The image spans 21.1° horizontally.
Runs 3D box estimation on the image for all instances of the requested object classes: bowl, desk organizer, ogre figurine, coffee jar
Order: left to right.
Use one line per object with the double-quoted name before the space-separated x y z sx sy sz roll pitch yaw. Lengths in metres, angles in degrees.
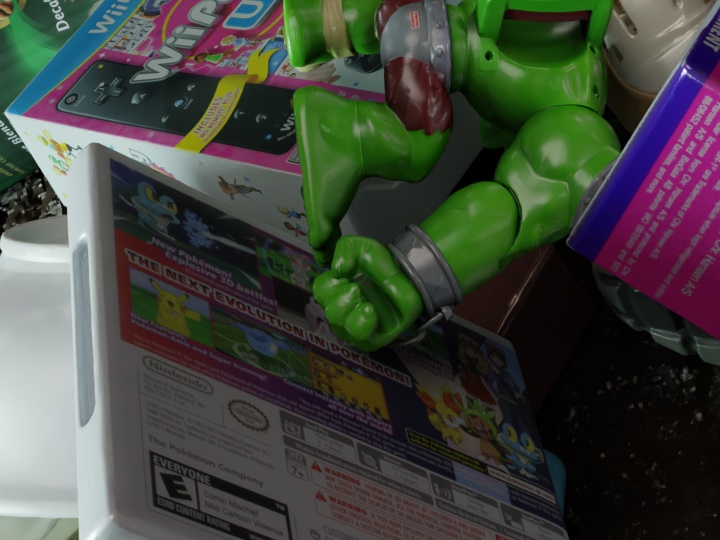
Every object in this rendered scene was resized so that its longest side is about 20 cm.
"coffee jar" -0.182 -0.098 0.997 0.199 0.085 0.105 -33 57 11
"bowl" -0.091 0.026 0.766 0.200 0.201 0.091 2 102 28
"desk organizer" 0.000 0.000 0.868 0.199 0.072 0.077 25 79 33
"ogre figurine" 0.033 -0.071 0.713 0.119 0.098 0.201 -7 43 2

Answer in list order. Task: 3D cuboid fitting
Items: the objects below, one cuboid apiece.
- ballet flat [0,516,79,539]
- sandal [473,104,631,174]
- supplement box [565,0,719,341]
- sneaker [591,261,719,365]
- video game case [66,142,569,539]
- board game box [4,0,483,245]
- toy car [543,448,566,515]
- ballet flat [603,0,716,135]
"ballet flat" -0.165 0.139 0.812 0.200 0.065 0.071 -46 59 3
"sandal" 0.087 -0.063 0.830 0.076 0.043 0.200 -38 37 -25
"supplement box" 0.185 -0.013 0.611 0.199 0.104 0.101 33 54 4
"sneaker" 0.193 -0.011 0.785 0.199 0.076 0.079 -3 45 27
"video game case" -0.010 0.056 0.664 0.023 0.199 0.183 -48 32 28
"board game box" -0.037 -0.084 0.857 0.199 0.064 0.148 12 55 39
"toy car" -0.018 0.134 0.731 0.176 0.200 0.185 2 68 19
"ballet flat" 0.105 -0.118 0.768 0.068 0.063 0.201 -34 60 15
